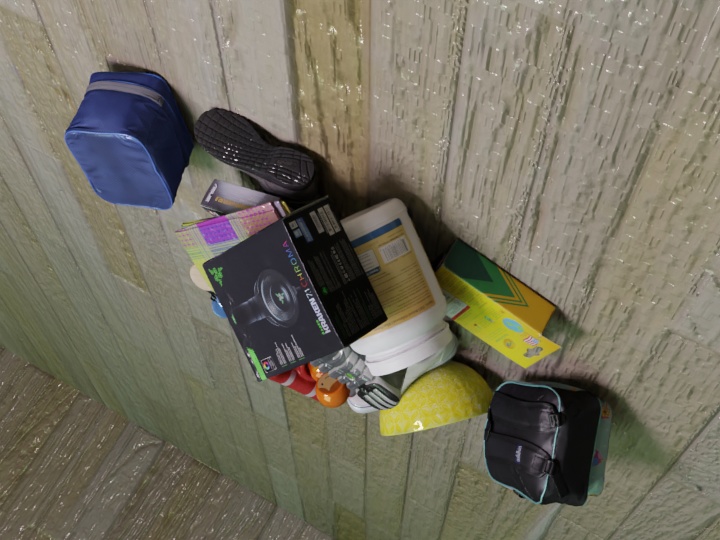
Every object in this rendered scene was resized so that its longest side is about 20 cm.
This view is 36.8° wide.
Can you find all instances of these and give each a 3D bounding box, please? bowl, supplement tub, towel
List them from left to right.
[{"bbox_3d":[-0.151,-0.022,1.497,0.198,0.023,0.145,-11,121,36],"label":"towel"},{"bbox_3d":[0.029,0.022,1.438,0.144,0.143,0.203,-15,100,60],"label":"supplement tub"},{"bbox_3d":[0.117,0.192,1.761,0.199,0.197,0.110,-19,83,61],"label":"bowl"}]

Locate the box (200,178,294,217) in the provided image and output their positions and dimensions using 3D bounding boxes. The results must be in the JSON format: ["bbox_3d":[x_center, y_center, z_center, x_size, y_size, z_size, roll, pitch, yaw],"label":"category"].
[{"bbox_3d":[-0.121,-0.054,1.614,0.157,0.049,0.200,19,167,43],"label":"box"}]

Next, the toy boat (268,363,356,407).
[{"bbox_3d":[-0.054,0.146,1.589,0.199,0.131,0.131,30,-159,-39],"label":"toy boat"}]

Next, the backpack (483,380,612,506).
[{"bbox_3d":[0.276,0.254,1.627,0.151,0.179,0.199,8,177,-30],"label":"backpack"}]

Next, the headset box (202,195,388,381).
[{"bbox_3d":[-0.091,0.028,1.380,0.199,0.092,0.176,-24,93,46],"label":"headset box"}]

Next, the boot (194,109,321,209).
[{"bbox_3d":[-0.142,-0.140,1.526,0.199,0.070,0.132,33,165,16],"label":"boot"}]

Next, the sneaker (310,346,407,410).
[{"bbox_3d":[-0.010,0.097,1.528,0.200,0.116,0.075,42,139,-18],"label":"sneaker"}]

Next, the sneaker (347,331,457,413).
[{"bbox_3d":[0.059,0.144,1.679,0.073,0.199,0.071,52,175,31],"label":"sneaker"}]

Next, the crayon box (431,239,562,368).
[{"bbox_3d":[0.182,0.050,1.502,0.199,0.051,0.127,35,156,-4],"label":"crayon box"}]

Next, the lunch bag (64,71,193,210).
[{"bbox_3d":[-0.325,-0.190,1.574,0.134,0.134,0.201,8,150,13],"label":"lunch bag"}]

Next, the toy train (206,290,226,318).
[{"bbox_3d":[-0.170,0.056,1.873,0.199,0.115,0.087,35,160,-6],"label":"toy train"}]

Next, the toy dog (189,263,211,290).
[{"bbox_3d":[-0.152,0.013,1.619,0.198,0.133,0.096,24,142,-16],"label":"toy dog"}]
